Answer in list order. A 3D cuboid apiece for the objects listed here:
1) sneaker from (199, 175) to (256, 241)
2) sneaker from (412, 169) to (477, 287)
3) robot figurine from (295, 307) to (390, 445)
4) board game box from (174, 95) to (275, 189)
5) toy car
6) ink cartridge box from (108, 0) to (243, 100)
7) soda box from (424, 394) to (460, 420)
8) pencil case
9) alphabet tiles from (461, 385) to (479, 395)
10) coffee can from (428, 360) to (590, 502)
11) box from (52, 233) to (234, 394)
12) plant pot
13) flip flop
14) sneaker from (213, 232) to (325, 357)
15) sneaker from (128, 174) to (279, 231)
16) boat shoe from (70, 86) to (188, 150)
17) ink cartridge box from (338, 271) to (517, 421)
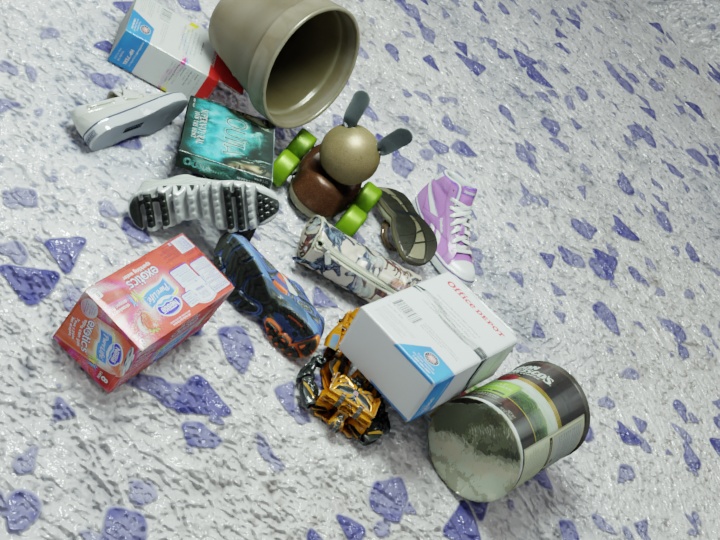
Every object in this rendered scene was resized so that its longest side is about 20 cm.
[{"bbox_3d":[-0.191,-0.108,1.744,0.080,0.074,0.200,15,34,-28],"label":"sneaker"},{"bbox_3d":[0.155,-0.077,2.001,0.073,0.114,0.201,8,49,-41],"label":"sneaker"},{"bbox_3d":[-0.007,0.142,1.655,0.145,0.058,0.200,33,35,-9],"label":"robot figurine"},{"bbox_3d":[-0.189,-0.181,1.752,0.135,0.028,0.200,17,28,-12],"label":"board game box"},{"bbox_3d":[-0.015,-0.178,1.866,0.164,0.200,0.158,39,35,-5],"label":"toy car"},{"bbox_3d":[-0.275,-0.327,1.889,0.200,0.067,0.116,28,37,-20],"label":"ink cartridge box"},{"bbox_3d":[0.124,0.125,1.781,0.064,0.068,0.200,37,35,-4],"label":"soda box"},{"bbox_3d":[0.000,0.000,1.795,0.200,0.078,0.089,31,14,-16],"label":"pencil case"},{"bbox_3d":[0.103,0.141,1.809,0.200,0.006,0.167,-18,66,-51],"label":"alphabet tiles"},{"bbox_3d":[0.208,0.220,1.704,0.200,0.146,0.146,-18,65,-51],"label":"coffee can"},{"bbox_3d":[-0.257,0.049,1.479,0.100,0.096,0.200,45,35,5],"label":"box"},{"bbox_3d":[-0.129,-0.342,1.843,0.173,0.200,0.200,38,31,26],"label":"plant pot"},{"bbox_3d":[0.061,-0.064,1.953,0.081,0.058,0.200,12,30,-30],"label":"flip flop"},{"bbox_3d":[-0.123,0.030,1.665,0.200,0.075,0.078,51,26,0],"label":"sneaker"},{"bbox_3d":[-0.209,-0.099,1.656,0.199,0.075,0.081,2,28,-3],"label":"sneaker"},{"bbox_3d":[-0.327,-0.229,1.738,0.070,0.071,0.200,51,42,7],"label":"boat shoe"},{"bbox_3d":[0.094,0.098,1.653,0.145,0.084,0.200,46,39,21],"label":"ink cartridge box"}]
